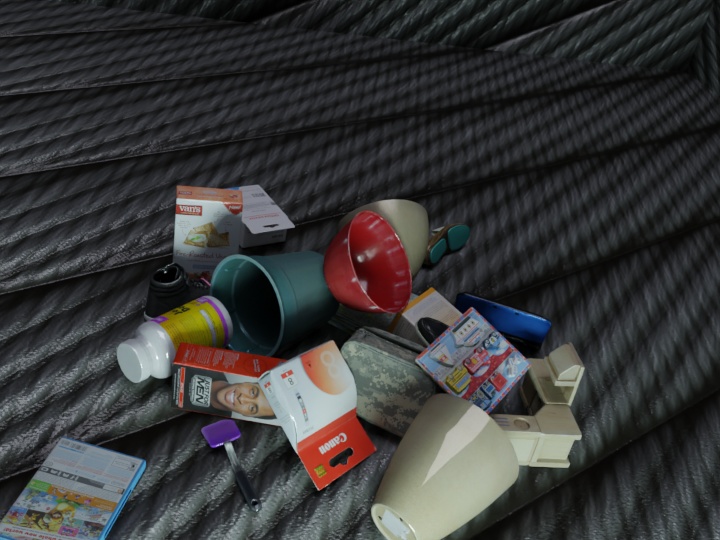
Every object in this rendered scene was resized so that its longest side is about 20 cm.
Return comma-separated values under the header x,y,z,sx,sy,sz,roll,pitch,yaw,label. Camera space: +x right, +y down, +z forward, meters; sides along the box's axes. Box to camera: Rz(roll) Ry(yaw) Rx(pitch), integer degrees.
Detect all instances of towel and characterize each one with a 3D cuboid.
x,y,z,sx,sy,sz,roll,pitch,yaw,label
0.043,0.086,1.716,0.170,0.049,0.199,28,36,23,towel

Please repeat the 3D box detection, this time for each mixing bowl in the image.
x,y,z,sx,sy,sz,roll,pitch,yaw,label
0.000,0.000,1.580,0.107,0.202,0.200,-22,15,33,mixing bowl

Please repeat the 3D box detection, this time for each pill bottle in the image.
x,y,z,sx,sy,sz,roll,pitch,yaw,label
-0.331,0.125,1.480,0.104,0.106,0.199,31,37,28,pill bottle

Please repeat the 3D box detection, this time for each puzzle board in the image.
x,y,z,sx,sy,sz,roll,pitch,yaw,label
0.201,0.158,1.441,0.151,0.017,0.199,45,43,10,puzzle board

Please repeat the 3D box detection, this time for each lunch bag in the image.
x,y,z,sx,sy,sz,roll,pitch,yaw,label
0.055,0.186,1.493,0.198,0.141,0.168,22,16,13,lunch bag

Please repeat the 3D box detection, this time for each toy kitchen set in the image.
x,y,z,sx,sy,sz,roll,pitch,yaw,label
0.290,0.217,1.485,0.177,0.165,0.201,5,33,-11,toy kitchen set

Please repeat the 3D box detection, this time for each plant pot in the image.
x,y,z,sx,sy,sz,roll,pitch,yaw,label
0.056,-0.037,1.728,0.197,0.201,0.136,-1,64,-20,plant pot
-0.153,0.052,1.587,0.199,0.203,0.195,32,30,29,plant pot
0.111,0.325,1.272,0.186,0.189,0.199,31,51,28,plant pot

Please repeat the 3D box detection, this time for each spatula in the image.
x,y,z,sx,sy,sz,roll,pitch,yaw,label
-0.198,0.307,1.320,0.056,0.021,0.200,-19,44,-20,spatula

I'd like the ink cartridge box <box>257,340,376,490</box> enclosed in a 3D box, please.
x,y,z,sx,sy,sz,roll,pitch,yaw,label
-0.059,0.231,1.357,0.161,0.050,0.201,-21,75,-49,ink cartridge box

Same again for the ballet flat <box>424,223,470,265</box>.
x,y,z,sx,sy,sz,roll,pitch,yaw,label
0.188,-0.068,1.996,0.072,0.069,0.199,10,31,35,ballet flat

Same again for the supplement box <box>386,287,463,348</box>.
x,y,z,sx,sy,sz,roll,pitch,yaw,label
0.164,0.142,1.606,0.200,0.074,0.125,42,41,18,supplement box

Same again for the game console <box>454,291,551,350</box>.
x,y,z,sx,sy,sz,roll,pitch,yaw,label
0.300,0.079,1.743,0.197,0.120,0.171,18,33,8,game console

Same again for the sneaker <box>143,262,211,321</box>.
x,y,z,sx,sy,sz,roll,pitch,yaw,label
-0.335,0.029,1.631,0.070,0.100,0.199,32,36,33,sneaker

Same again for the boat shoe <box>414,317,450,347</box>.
x,y,z,sx,sy,sz,roll,pitch,yaw,label
0.193,0.137,1.514,0.199,0.066,0.074,38,39,11,boat shoe

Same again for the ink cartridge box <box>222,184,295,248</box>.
x,y,z,sx,sy,sz,roll,pitch,yaw,label
-0.245,-0.117,1.912,0.115,0.069,0.200,-11,39,-31,ink cartridge box

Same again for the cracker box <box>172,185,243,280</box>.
x,y,z,sx,sy,sz,roll,pitch,yaw,label
-0.314,-0.069,1.693,0.132,0.202,0.058,3,33,-13,cracker box

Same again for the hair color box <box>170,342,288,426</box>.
x,y,z,sx,sy,sz,roll,pitch,yaw,label
-0.219,0.194,1.414,0.197,0.103,0.062,9,33,-3,hair color box

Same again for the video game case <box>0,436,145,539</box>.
x,y,z,sx,sy,sz,roll,pitch,yaw,label
-0.420,0.334,1.213,0.141,0.018,0.201,15,32,4,video game case
